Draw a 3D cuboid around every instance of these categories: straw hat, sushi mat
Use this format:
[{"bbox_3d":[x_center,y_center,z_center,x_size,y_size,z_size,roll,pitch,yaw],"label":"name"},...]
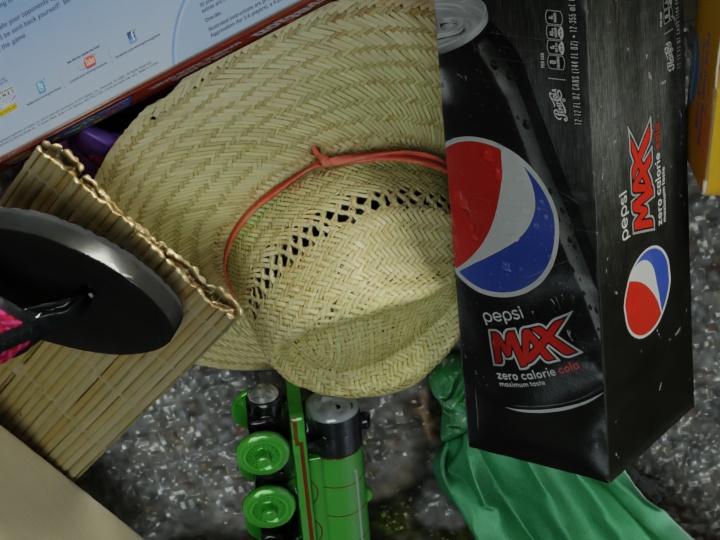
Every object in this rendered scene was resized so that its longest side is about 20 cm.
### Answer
[{"bbox_3d":[0.000,0.000,0.911,0.200,0.085,0.202,-11,135,-11],"label":"straw hat"},{"bbox_3d":[-0.119,0.024,0.947,0.096,0.012,0.200,44,144,-2],"label":"sushi mat"}]

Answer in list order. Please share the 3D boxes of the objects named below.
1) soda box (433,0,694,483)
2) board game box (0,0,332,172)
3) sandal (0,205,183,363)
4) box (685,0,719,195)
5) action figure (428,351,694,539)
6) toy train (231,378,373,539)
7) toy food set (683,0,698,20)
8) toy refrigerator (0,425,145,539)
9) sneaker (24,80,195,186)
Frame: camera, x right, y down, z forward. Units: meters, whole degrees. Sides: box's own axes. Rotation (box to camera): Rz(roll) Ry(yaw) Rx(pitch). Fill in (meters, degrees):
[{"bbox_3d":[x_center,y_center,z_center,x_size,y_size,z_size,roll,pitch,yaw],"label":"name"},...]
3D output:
[{"bbox_3d":[0.074,-0.031,0.858,0.063,0.071,0.201,12,119,34],"label":"soda box"},{"bbox_3d":[-0.077,-0.119,0.857,0.199,0.019,0.103,-24,84,29],"label":"board game box"},{"bbox_3d":[-0.163,0.004,0.877,0.199,0.045,0.075,15,146,2],"label":"sandal"},{"bbox_3d":[0.217,-0.089,0.846,0.199,0.042,0.119,-4,125,-8],"label":"box"},{"bbox_3d":[0.093,0.114,1.020,0.118,0.055,0.200,-33,103,20],"label":"action figure"},{"bbox_3d":[-0.019,0.128,1.029,0.056,0.042,0.201,-6,126,-3],"label":"toy train"},{"bbox_3d":[0.138,-0.171,0.874,0.199,0.061,0.144,-10,124,1],"label":"toy food set"},{"bbox_3d":[-0.182,0.097,0.986,0.070,0.076,0.200,-15,134,41],"label":"toy refrigerator"},{"bbox_3d":[-0.099,-0.044,0.939,0.080,0.084,0.201,6,117,1],"label":"sneaker"}]
